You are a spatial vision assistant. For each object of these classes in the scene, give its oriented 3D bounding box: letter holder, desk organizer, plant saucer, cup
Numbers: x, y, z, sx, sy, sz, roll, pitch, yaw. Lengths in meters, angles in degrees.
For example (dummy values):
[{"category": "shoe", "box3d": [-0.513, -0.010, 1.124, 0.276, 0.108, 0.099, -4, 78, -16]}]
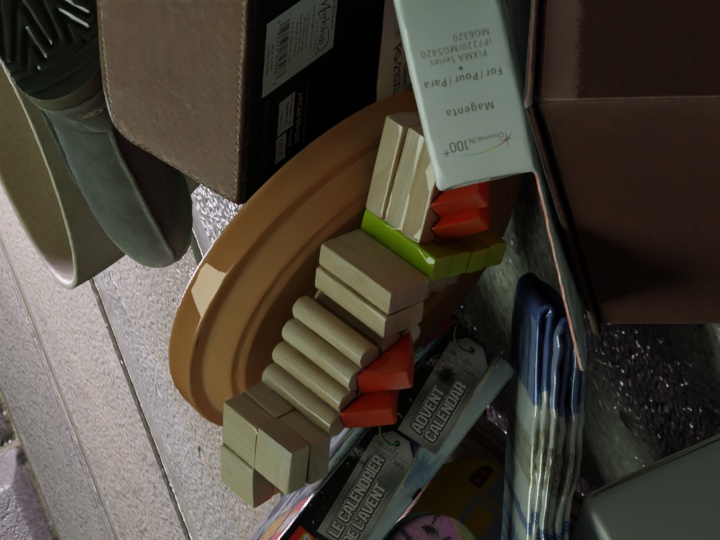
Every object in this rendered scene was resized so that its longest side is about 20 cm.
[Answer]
[{"category": "letter holder", "box3d": [-0.070, -0.157, 1.087, 0.142, 0.101, 0.201, 29, 137, 24]}, {"category": "desk organizer", "box3d": [0.114, -0.047, 0.952, 0.200, 0.077, 0.072, 64, -152, -63]}, {"category": "plant saucer", "box3d": [0.000, 0.000, 1.174, 0.032, 0.200, 0.201, 46, 157, 26]}, {"category": "cup", "box3d": [-0.164, -0.108, 1.651, 0.201, 0.143, 0.201, 56, 162, 29]}]

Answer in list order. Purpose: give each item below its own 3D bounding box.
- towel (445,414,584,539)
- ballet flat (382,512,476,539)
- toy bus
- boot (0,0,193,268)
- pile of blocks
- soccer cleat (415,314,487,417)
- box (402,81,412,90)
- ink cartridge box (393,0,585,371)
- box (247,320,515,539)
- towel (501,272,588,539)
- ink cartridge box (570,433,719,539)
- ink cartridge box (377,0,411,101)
[{"category": "towel", "box3d": [0.024, 0.098, 1.399, 0.191, 0.032, 0.200, 39, 161, 1]}, {"category": "ballet flat", "box3d": [0.033, 0.208, 1.157, 0.071, 0.069, 0.201, -123, 35, -56]}, {"category": "toy bus", "box3d": [0.034, 0.151, 1.353, 0.078, 0.065, 0.200, 42, 160, -10]}, {"category": "boot", "box3d": [-0.142, -0.111, 1.246, 0.200, 0.072, 0.183, 52, -162, -69]}, {"category": "pile of blocks", "box3d": [0.015, 0.024, 1.101, 0.062, 0.201, 0.082, 36, -170, 36]}, {"category": "soccer cleat", "box3d": [-0.004, 0.030, 1.431, 0.200, 0.086, 0.070, 55, 161, 33]}, {"category": "box", "box3d": [-0.001, -0.079, 1.333, 0.200, 0.050, 0.075, 50, 160, 47]}, {"category": "ink cartridge box", "box3d": [0.052, -0.074, 1.023, 0.200, 0.043, 0.174, -82, -20, -67]}, {"category": "box", "box3d": [-0.005, 0.105, 1.210, 0.040, 0.137, 0.200, 39, 161, -1]}, {"category": "towel", "box3d": [0.079, 0.107, 1.128, 0.147, 0.024, 0.201, -109, 21, -84]}, {"category": "ink cartridge box", "box3d": [0.154, 0.185, 1.141, 0.146, 0.084, 0.200, 61, 164, 24]}, {"category": "ink cartridge box", "box3d": [-0.070, -0.163, 1.243, 0.200, 0.084, 0.145, 31, 150, 20]}]
